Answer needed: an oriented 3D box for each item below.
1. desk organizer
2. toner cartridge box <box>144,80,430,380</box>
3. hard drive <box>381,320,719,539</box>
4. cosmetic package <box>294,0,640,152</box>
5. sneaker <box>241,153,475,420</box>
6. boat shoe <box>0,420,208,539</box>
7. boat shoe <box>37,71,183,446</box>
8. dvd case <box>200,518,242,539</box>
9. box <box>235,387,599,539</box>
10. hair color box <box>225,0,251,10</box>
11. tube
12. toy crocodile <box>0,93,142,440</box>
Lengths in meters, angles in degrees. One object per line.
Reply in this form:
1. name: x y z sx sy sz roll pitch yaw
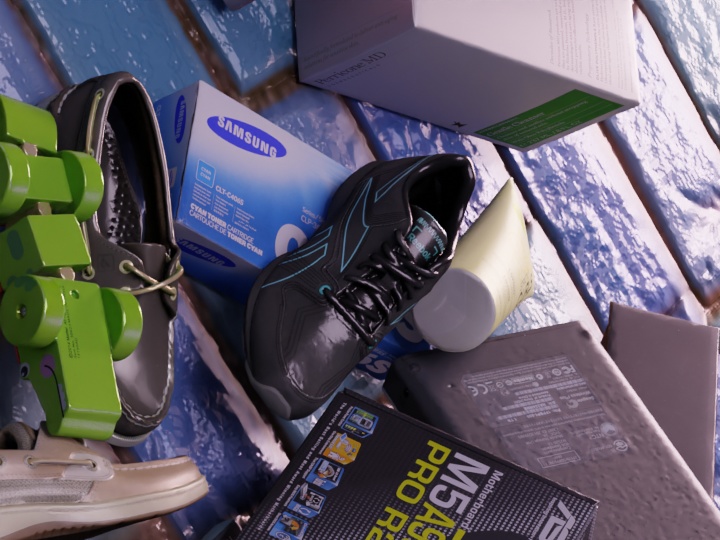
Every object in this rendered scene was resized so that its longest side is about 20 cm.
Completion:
1. desk organizer: 0.170 0.120 1.786 0.072 0.077 0.200 14 43 -4
2. toner cartridge box: -0.039 -0.021 1.702 0.200 0.043 0.095 30 54 -35
3. hard drive: 0.119 0.118 1.687 0.140 0.033 0.200 -10 49 -30
4. cosmetic package: 0.066 -0.146 1.816 0.200 0.108 0.085 13 66 -41
5. sneaker: 0.000 0.000 1.644 0.075 0.079 0.200 48 48 -22
6. boat shoe: -0.162 0.106 1.504 0.200 0.072 0.065 -6 79 -41
7. boat shoe: -0.131 -0.008 1.589 0.072 0.060 0.202 4 71 -45
8. dvd case: -0.059 0.253 1.583 0.200 0.022 0.146 58 43 -9
9. box: 0.013 0.170 1.563 0.160 0.044 0.200 24 51 16
10. hair color box: -0.023 -0.234 1.680 0.102 0.200 0.061 55 43 -14
11. tube: 0.078 -0.001 1.770 0.052 0.058 0.200 33 18 5
12. toy crocodile: -0.166 -0.004 1.532 0.068 0.062 0.200 4 62 -46
